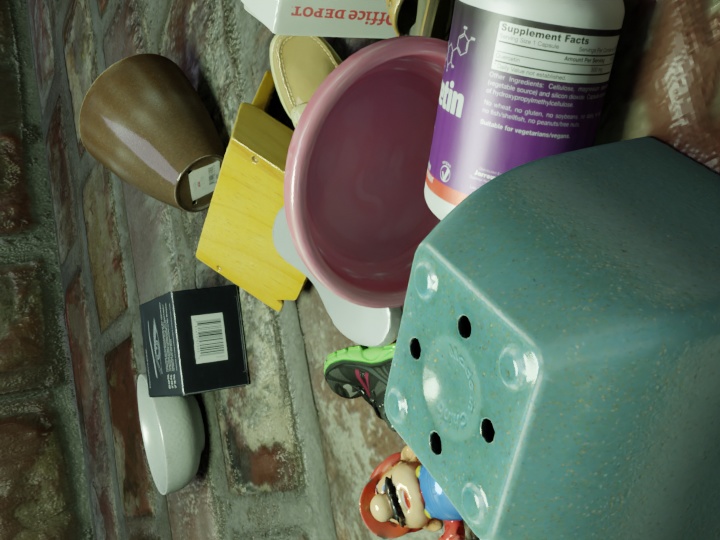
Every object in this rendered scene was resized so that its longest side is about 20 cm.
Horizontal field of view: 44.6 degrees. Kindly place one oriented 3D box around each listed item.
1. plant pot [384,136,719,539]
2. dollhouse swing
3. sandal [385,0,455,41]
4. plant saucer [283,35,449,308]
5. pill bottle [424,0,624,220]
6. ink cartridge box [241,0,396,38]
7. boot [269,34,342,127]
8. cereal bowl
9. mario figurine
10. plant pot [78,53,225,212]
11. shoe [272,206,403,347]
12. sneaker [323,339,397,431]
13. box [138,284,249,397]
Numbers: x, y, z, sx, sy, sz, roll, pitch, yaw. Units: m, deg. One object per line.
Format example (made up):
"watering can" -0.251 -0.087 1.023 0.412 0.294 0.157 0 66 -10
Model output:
"plant pot" 0.128 0.052 0.498 0.196 0.196 0.200 46 133 48
"dollhouse swing" -0.096 -0.104 1.062 0.180 0.177 0.202 32 135 4
"sandal" 0.048 -0.234 0.714 0.053 0.080 0.205 5 97 20
"plant saucer" 0.024 -0.075 0.665 0.051 0.197 0.205 31 121 51
"pill bottle" 0.110 -0.128 0.590 0.112 0.110 0.204 40 129 52
"ink cartridge box" -0.013 -0.309 0.754 0.084 0.143 0.203 49 135 43
"boot" -0.019 -0.118 0.766 0.156 0.071 0.204 -117 4 -75
"cereal bowl" -0.311 0.265 1.465 0.199 0.082 0.205 171 90 -66
"mario figurine" 0.058 0.193 0.743 0.199 0.105 0.126 -32 36 52
"plant pot" -0.276 -0.179 1.265 0.200 0.185 0.190 43 132 32
"shoe" 0.000 0.000 0.846 0.200 0.090 0.073 44 120 41
"sneaker" 0.022 0.112 0.834 0.199 0.075 0.086 -18 75 62
"box" -0.255 0.109 1.320 0.199 0.102 0.152 -14 83 62
